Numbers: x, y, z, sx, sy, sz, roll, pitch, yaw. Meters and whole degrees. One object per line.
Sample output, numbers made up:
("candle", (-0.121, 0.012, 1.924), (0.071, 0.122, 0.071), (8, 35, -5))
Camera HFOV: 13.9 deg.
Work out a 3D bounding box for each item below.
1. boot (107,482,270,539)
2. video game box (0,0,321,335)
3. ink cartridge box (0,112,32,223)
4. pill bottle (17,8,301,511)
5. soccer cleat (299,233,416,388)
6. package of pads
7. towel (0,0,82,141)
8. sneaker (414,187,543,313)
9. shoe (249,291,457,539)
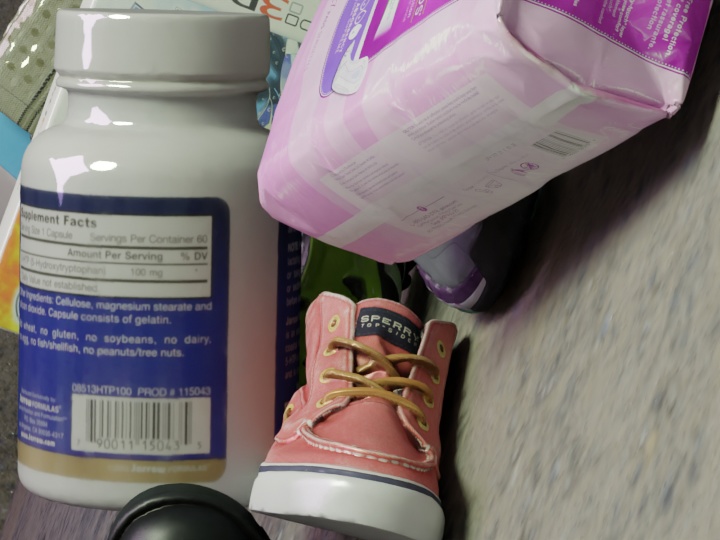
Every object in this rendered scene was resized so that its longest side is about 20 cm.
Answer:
("boot", (-0.058, 0.194, 1.052), (0.168, 0.076, 0.202), (-101, 10, -77))
("video game box", (-0.063, -0.043, 1.380), (0.047, 0.181, 0.201), (-115, 46, -76))
("ink cartridge box", (-0.105, -0.094, 1.540), (0.200, 0.125, 0.129), (-47, -6, -14))
("pill bottle", (-0.084, -0.007, 1.237), (0.120, 0.119, 0.202), (-140, 51, -81))
("soccer cleat", (0.000, 0.000, 1.313), (0.081, 0.067, 0.202), (15, -102, -59))
("package of pads", (0.045, -0.084, 1.009), (0.200, 0.075, 0.121), (-29, 39, 61))
("towel", (-0.064, -0.113, 1.432), (0.201, 0.192, 0.035), (-55, -5, 7))
("sneaker", (0.016, -0.034, 1.176), (0.200, 0.087, 0.075), (-150, 80, -82))
("shoe", (0.000, 0.055, 1.129), (0.200, 0.071, 0.092), (151, 133, -84))
